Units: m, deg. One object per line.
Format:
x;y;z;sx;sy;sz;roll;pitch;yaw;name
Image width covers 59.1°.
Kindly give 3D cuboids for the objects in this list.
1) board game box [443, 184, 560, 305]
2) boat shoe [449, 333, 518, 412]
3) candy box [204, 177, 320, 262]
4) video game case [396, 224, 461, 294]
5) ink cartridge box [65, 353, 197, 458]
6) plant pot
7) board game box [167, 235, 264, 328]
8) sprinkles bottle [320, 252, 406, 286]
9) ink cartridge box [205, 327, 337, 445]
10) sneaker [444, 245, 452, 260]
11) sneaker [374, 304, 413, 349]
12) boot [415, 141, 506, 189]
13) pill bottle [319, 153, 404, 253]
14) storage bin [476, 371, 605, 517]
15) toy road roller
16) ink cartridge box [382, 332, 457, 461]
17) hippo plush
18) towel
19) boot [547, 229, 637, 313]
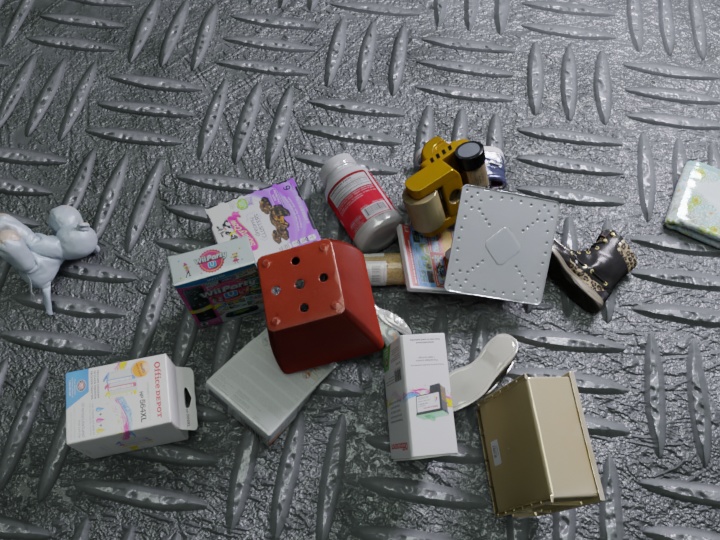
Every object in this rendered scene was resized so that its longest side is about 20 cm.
0.267;-0.048;1.211;0.198;0.026;0.202;9;96;-11;board game box
0.217;0.200;1.182;0.074;0.061;0.200;35;66;30;boat shoe
-0.199;-0.077;1.309;0.198;0.072;0.169;-21;66;-11;candy box
0.174;-0.020;1.275;0.198;0.017;0.144;4;61;-23;video game case
-0.396;0.237;1.122;0.198;0.126;0.130;-12;64;-6;ink cartridge box
-0.085;0.051;1.125;0.198;0.176;0.202;-15;70;6;plant pot
-0.259;0.027;1.186;0.146;0.200;0.065;-16;63;-8;board game box
0.000;0.000;1.275;0.198;0.068;0.069;-2;63;-2;sprinkles bottle
-0.166;0.203;1.198;0.162;0.050;0.200;36;51;16;ink cartridge box
0.267;-0.026;1.264;0.199;0.075;0.116;-17;71;-31;sneaker
0.001;0.093;1.228;0.199;0.074;0.080;32;72;14;sneaker
0.220;-0.223;1.384;0.198;0.073;0.091;0;58;-1;boot
-0.004;-0.143;1.322;0.112;0.113;0.201;-27;66;-13;pill bottle
0.286;0.297;1.062;0.093;0.199;0.202;3;62;-18;storage bin
0.156;-0.180;1.260;0.199;0.123;0.146;-35;45;-10;toy road roller
0.099;0.222;1.102;0.083;0.145;0.202;-1;73;-11;ink cartridge box
-0.611;-0.058;1.249;0.160;0.160;0.200;-33;67;-15;hippo plush
0.771;-0.132;1.358;0.199;0.048;0.172;25;65;12;towel
0.453;-0.032;1.287;0.150;0.073;0.200;-37;78;-17;boot
